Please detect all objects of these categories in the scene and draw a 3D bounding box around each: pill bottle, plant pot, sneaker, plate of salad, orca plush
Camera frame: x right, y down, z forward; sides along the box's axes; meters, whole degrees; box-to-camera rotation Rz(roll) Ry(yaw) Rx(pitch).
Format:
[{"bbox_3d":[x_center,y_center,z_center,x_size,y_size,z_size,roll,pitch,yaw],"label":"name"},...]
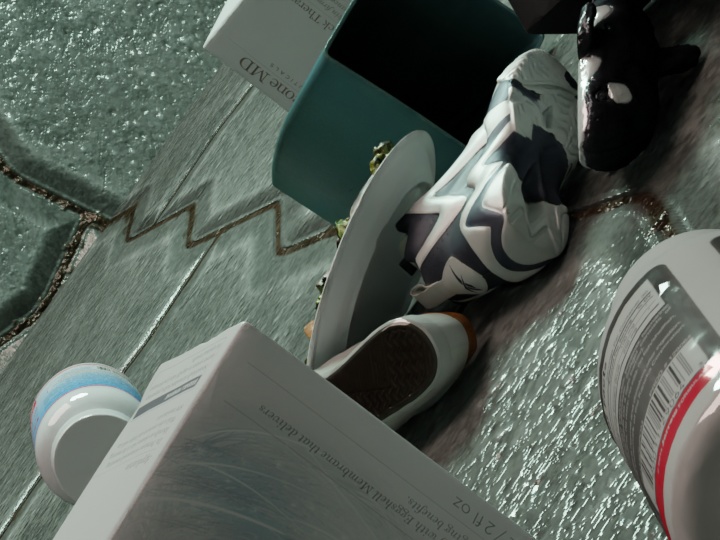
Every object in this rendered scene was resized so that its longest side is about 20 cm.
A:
[{"bbox_3d":[0.147,0.048,0.789,0.111,0.110,0.200,-51,13,10],"label":"pill bottle"},{"bbox_3d":[0.019,-0.123,1.668,0.200,0.141,0.142,-49,11,54],"label":"plant pot"},{"bbox_3d":[0.077,-0.050,1.378,0.129,0.079,0.200,-33,32,35],"label":"sneaker"},{"bbox_3d":[0.000,0.000,1.424,0.201,0.048,0.201,90,-154,-51],"label":"plate of salad"},{"bbox_3d":[-0.006,0.088,1.338,0.199,0.073,0.084,-31,-7,31],"label":"sneaker"},{"bbox_3d":[0.173,-0.119,1.320,0.200,0.070,0.106,-59,-35,-71],"label":"orca plush"},{"bbox_3d":[-0.236,0.149,1.912,0.109,0.108,0.200,-53,12,-1],"label":"pill bottle"}]

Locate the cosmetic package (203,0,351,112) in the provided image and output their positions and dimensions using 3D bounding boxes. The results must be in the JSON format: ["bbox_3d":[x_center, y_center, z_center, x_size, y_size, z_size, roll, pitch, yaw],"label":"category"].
[{"bbox_3d":[-0.018,-0.273,2.123,0.200,0.167,0.167,-44,16,37],"label":"cosmetic package"}]

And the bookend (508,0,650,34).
[{"bbox_3d":[0.138,-0.237,1.398,0.198,0.093,0.200,-7,-27,-45],"label":"bookend"}]

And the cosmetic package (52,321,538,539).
[{"bbox_3d":[-0.042,0.168,0.947,0.201,0.199,0.123,-59,14,-23],"label":"cosmetic package"}]
